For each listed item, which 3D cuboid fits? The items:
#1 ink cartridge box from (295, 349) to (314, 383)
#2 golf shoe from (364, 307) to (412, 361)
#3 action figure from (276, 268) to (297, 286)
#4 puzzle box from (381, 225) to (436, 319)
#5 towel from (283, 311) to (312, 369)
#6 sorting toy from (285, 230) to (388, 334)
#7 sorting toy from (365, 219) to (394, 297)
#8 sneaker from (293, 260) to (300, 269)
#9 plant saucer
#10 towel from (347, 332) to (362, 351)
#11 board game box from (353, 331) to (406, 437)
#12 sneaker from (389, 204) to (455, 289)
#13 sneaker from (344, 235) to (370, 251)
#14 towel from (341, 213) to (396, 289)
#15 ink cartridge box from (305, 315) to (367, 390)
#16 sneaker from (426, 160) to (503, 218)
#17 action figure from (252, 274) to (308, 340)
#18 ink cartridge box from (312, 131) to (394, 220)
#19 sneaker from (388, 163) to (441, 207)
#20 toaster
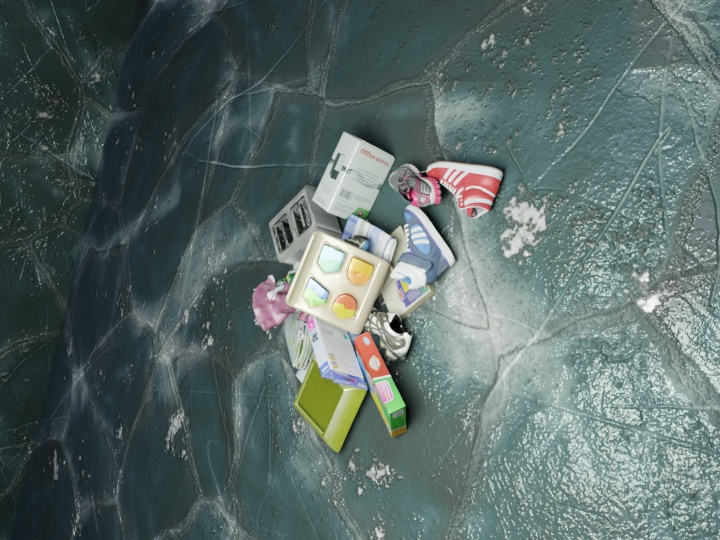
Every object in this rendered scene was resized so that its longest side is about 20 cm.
[{"bbox_3d":[-0.093,0.306,1.546,0.200,0.039,0.100,46,113,38],"label":"ink cartridge box"},{"bbox_3d":[0.056,0.122,1.401,0.200,0.077,0.095,46,122,29],"label":"golf shoe"},{"bbox_3d":[-0.132,0.017,1.503,0.197,0.055,0.120,-17,63,21],"label":"action figure"},{"bbox_3d":[0.097,0.009,1.444,0.133,0.025,0.203,-40,56,29],"label":"puzzle box"},{"bbox_3d":[-0.166,0.142,1.580,0.201,0.047,0.174,-115,33,-49],"label":"towel"},{"bbox_3d":[-0.052,0.030,1.342,0.036,0.197,0.188,-130,63,-79],"label":"sorting toy"},{"bbox_3d":[0.000,0.000,1.502,0.201,0.036,0.187,-55,47,35],"label":"sorting toy"},{"bbox_3d":[-0.107,0.033,1.554,0.081,0.076,0.200,-46,57,4],"label":"sneaker"},{"bbox_3d":[-0.093,0.323,1.481,0.199,0.047,0.203,35,107,40],"label":"plant saucer"},{"bbox_3d":[-0.071,0.143,1.556,0.112,0.048,0.201,-52,50,21],"label":"towel"},{"bbox_3d":[0.047,0.267,1.354,0.040,0.154,0.202,-21,55,-10],"label":"board game box"},{"bbox_3d":[0.115,-0.050,1.370,0.145,0.081,0.201,-33,60,-1],"label":"sneaker"},{"bbox_3d":[-0.032,0.008,1.421,0.202,0.089,0.078,-61,36,5],"label":"sneaker"},{"bbox_3d":[0.007,-0.045,1.461,0.199,0.023,0.149,35,111,46],"label":"towel"},{"bbox_3d":[-0.060,0.203,1.404,0.042,0.118,0.202,-44,47,22],"label":"ink cartridge box"},{"bbox_3d":[0.224,-0.184,1.337,0.198,0.071,0.115,13,86,42],"label":"sneaker"},{"bbox_3d":[-0.172,0.083,1.438,0.197,0.149,0.136,-11,111,29],"label":"action figure"},{"bbox_3d":[-0.017,-0.241,1.528,0.083,0.145,0.203,38,105,42],"label":"ink cartridge box"},{"bbox_3d":[0.118,-0.206,1.407,0.200,0.073,0.082,-142,40,-60],"label":"sneaker"},{"bbox_3d":[-0.154,-0.112,1.646,0.180,0.117,0.203,-38,57,32],"label":"toaster"}]
